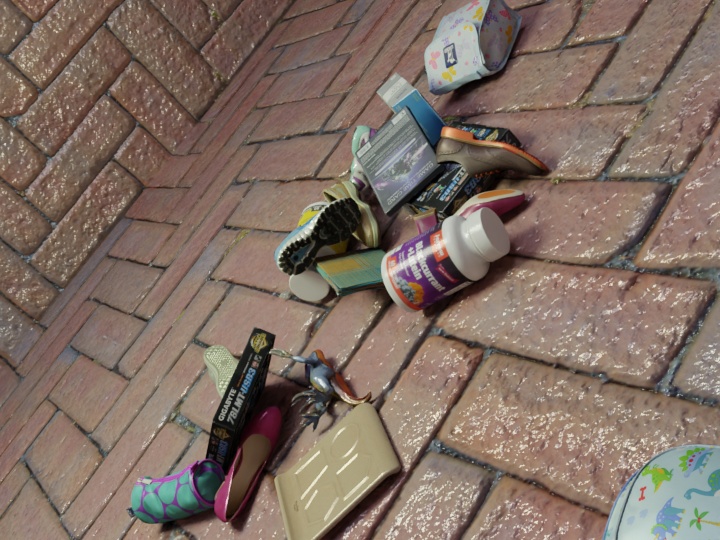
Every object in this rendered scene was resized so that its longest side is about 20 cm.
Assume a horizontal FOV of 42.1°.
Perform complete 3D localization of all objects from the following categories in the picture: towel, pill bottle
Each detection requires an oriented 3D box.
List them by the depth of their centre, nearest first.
[{"bbox_3d":[0.140,-0.020,1.523,0.199,0.111,0.112,-30,30,31],"label":"pill bottle"},{"bbox_3d":[0.000,0.000,1.726,0.145,0.022,0.200,-9,19,-15],"label":"towel"},{"bbox_3d":[-0.086,-0.036,1.891,0.111,0.111,0.201,-29,32,31],"label":"pill bottle"}]

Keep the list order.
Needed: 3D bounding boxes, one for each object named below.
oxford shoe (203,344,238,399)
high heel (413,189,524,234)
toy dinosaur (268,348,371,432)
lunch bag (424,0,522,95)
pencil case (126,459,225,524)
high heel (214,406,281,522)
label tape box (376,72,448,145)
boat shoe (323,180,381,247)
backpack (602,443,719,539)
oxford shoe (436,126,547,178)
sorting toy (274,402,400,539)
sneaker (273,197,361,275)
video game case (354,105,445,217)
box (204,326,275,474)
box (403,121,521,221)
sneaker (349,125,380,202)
[{"bbox_3d":[-0.258,0.220,1.864,0.074,0.058,0.200,-21,35,-19],"label":"oxford shoe"},{"bbox_3d":[0.192,-0.072,1.599,0.198,0.097,0.067,-17,13,13],"label":"high heel"},{"bbox_3d":[-0.062,0.195,1.615,0.197,0.106,0.182,4,27,10],"label":"toy dinosaur"},{"bbox_3d":[0.234,-0.482,2.019,0.169,0.127,0.202,-14,47,51],"label":"lunch bag"},{"bbox_3d":[-0.329,0.396,1.675,0.199,0.093,0.085,-24,17,37],"label":"pencil case"},{"bbox_3d":[-0.185,0.325,1.573,0.201,0.067,0.096,-55,17,-5],"label":"high heel"},{"bbox_3d":[0.120,-0.317,1.933,0.066,0.143,0.200,-41,26,8],"label":"label tape box"},{"bbox_3d":[-0.022,-0.105,1.859,0.075,0.072,0.200,-10,36,-19],"label":"boat shoe"},{"bbox_3d":[0.313,0.248,0.843,0.199,0.147,0.184,-13,39,53],"label":"backpack"},{"bbox_3d":[0.225,-0.188,1.623,0.198,0.071,0.073,20,93,25],"label":"oxford shoe"},{"bbox_3d":[-0.036,0.312,1.419,0.199,0.037,0.185,-40,26,5],"label":"sorting toy"},{"bbox_3d":[-0.089,-0.076,1.786,0.199,0.079,0.090,-37,26,-13],"label":"sneaker"},{"bbox_3d":[0.072,-0.213,1.801,0.143,0.019,0.201,-41,44,16],"label":"video game case"},{"bbox_3d":[-0.214,0.234,1.668,0.201,0.049,0.200,110,-179,-55],"label":"box"},{"bbox_3d":[0.177,-0.185,1.752,0.201,0.050,0.198,-52,28,-7],"label":"box"},{"bbox_3d":[0.047,-0.200,1.949,0.138,0.202,0.078,8,42,4],"label":"sneaker"}]
